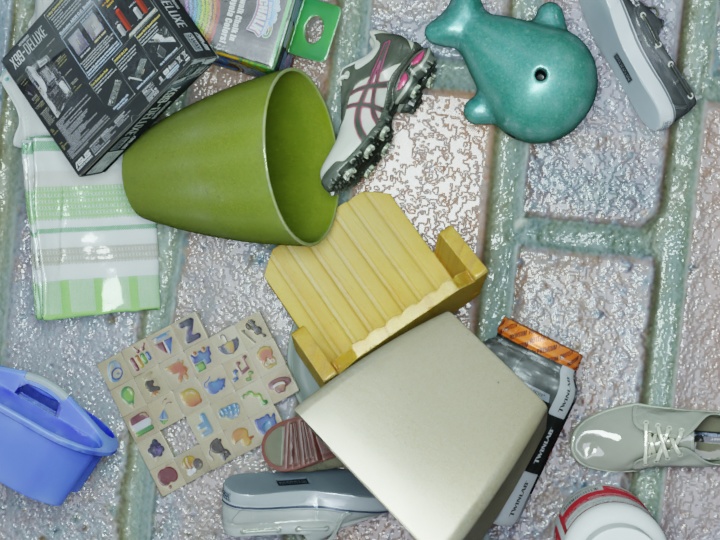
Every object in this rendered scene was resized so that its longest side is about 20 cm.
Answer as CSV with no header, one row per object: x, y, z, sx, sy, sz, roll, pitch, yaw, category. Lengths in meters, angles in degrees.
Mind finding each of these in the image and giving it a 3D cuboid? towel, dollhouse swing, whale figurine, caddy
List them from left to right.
-0.362,0.166,1.567,0.199,0.141,0.106,29,95,3,caddy
-0.293,-0.051,1.583,0.148,0.031,0.203,-5,93,-25,towel
0.000,0.000,1.500,0.199,0.182,0.177,-32,80,-6,dollhouse swing
0.164,-0.227,1.546,0.200,0.104,0.159,40,93,3,whale figurine

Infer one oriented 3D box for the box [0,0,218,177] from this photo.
-0.266,-0.221,1.500,0.200,0.050,0.158,-40,81,27,box

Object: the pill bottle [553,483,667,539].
0.261,0.292,1.493,0.111,0.200,0.114,0,91,4,pill bottle

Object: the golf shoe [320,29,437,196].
0.003,-0.172,1.566,0.088,0.077,0.201,31,72,10,golf shoe

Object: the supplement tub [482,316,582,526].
0.154,0.160,1.539,0.122,0.123,0.202,26,93,4,supplement tub

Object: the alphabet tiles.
-0.176,0.135,1.611,0.199,0.008,0.168,-28,88,9,alphabet tiles

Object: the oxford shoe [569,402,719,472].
0.328,0.184,1.560,0.197,0.058,0.076,-2,93,6,oxford shoe

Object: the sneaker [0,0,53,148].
-0.363,-0.233,1.605,0.087,0.075,0.203,1,92,15,sneaker

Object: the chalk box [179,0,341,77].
-0.121,-0.282,1.558,0.198,0.124,0.126,18,91,3,chalk box

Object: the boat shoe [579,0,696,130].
0.304,-0.253,1.558,0.066,0.070,0.201,-27,85,-14,boat shoe

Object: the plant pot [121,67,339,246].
-0.149,-0.111,1.546,0.198,0.187,0.190,-5,90,23,plant pot

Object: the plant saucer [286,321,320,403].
0.014,0.097,1.585,0.198,0.050,0.203,0,91,4,plant saucer

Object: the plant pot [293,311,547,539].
0.077,0.160,1.409,0.177,0.200,0.200,-44,74,-7,plant pot

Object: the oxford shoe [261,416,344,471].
-0.005,0.176,1.555,0.198,0.075,0.071,-9,75,11,oxford shoe

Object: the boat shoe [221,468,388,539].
-0.055,0.271,1.569,0.200,0.075,0.087,1,109,-20,boat shoe
